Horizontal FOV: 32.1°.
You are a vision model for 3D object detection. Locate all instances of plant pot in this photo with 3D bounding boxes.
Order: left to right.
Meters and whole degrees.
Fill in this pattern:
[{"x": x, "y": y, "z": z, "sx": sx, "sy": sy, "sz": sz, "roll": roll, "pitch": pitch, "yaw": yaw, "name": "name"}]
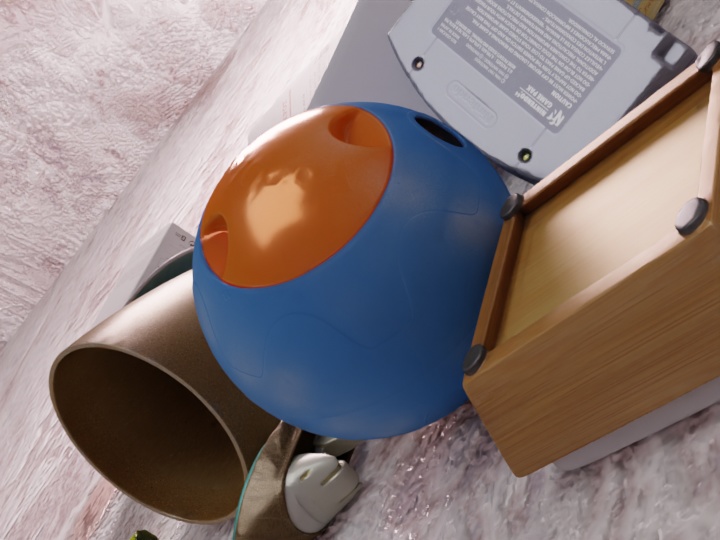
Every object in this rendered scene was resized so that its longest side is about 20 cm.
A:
[{"x": -0.122, "y": 0.075, "z": 1.041, "sx": 0.186, "sy": 0.186, "sz": 0.200, "roll": -38, "pitch": 9, "yaw": 46, "name": "plant pot"}]

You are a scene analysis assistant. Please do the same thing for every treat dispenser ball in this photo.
[{"x": 0.000, "y": 0.000, "z": 0.750, "sx": 0.201, "sy": 0.201, "sz": 0.201, "roll": -49, "pitch": 18, "yaw": 22, "name": "treat dispenser ball"}]

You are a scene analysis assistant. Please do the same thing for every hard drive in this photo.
[{"x": 0.020, "y": -0.103, "z": 0.949, "sx": 0.026, "sy": 0.132, "sz": 0.200, "roll": -28, "pitch": -30, "yaw": -60, "name": "hard drive"}]

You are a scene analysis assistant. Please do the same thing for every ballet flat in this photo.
[{"x": -0.022, "y": 0.120, "z": 0.852, "sx": 0.072, "sy": 0.068, "sz": 0.200, "roll": -12, "pitch": 39, "yaw": 40, "name": "ballet flat"}]

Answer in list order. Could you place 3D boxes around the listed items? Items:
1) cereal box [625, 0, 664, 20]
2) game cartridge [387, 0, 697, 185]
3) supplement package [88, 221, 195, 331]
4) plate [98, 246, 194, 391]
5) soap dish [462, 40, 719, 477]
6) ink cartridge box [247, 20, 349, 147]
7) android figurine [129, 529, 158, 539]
[{"x": 0.151, "y": -0.175, "z": 0.937, "sx": 0.144, "sy": 0.039, "sz": 0.200, "roll": -59, "pitch": 17, "yaw": -11, "name": "cereal box"}, {"x": 0.108, "y": -0.139, "z": 0.825, "sx": 0.133, "sy": 0.041, "sz": 0.200, "roll": -49, "pitch": 54, "yaw": 9, "name": "game cartridge"}, {"x": -0.226, "y": 0.072, "z": 1.385, "sx": 0.121, "sy": 0.120, "sz": 0.200, "roll": -27, "pitch": 33, "yaw": 56, "name": "supplement package"}, {"x": -0.164, "y": 0.066, "z": 1.136, "sx": 0.026, "sy": 0.200, "sz": 0.200, "roll": 25, "pitch": 79, "yaw": 35, "name": "plate"}, {"x": 0.136, "y": -0.007, "z": 0.591, "sx": 0.200, "sy": 0.081, "sz": 0.158, "roll": -40, "pitch": 23, "yaw": 46, "name": "soap dish"}, {"x": -0.011, "y": -0.131, "z": 1.046, "sx": 0.200, "sy": 0.068, "sz": 0.116, "roll": -42, "pitch": 33, "yaw": 30, "name": "ink cartridge box"}, {"x": -0.241, "y": 0.323, "z": 1.092, "sx": 0.200, "sy": 0.041, "sz": 0.182, "roll": -52, "pitch": 17, "yaw": 12, "name": "android figurine"}]
